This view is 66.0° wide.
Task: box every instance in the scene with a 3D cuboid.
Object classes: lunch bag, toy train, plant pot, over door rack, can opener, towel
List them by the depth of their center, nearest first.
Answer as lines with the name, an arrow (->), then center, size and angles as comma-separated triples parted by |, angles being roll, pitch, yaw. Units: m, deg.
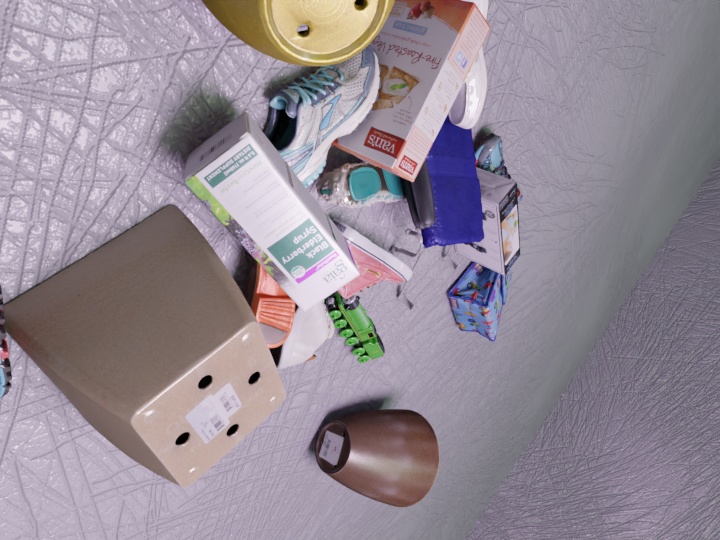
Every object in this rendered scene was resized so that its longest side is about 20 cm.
plant pot -> -0.044, -0.250, 0.449 | 0.199, 0.142, 0.200 | -14, 143, -11
plant pot -> -0.191, 0.090, 0.566 | 0.200, 0.177, 0.200 | -40, 142, -27
can opener -> 0.067, -0.155, 0.755 | 0.078, 0.063, 0.201 | -15, 98, -2
towel -> 0.126, -0.137, 0.840 | 0.147, 0.049, 0.201 | -7, 90, -45
toy train -> -0.005, 0.095, 0.912 | 0.056, 0.042, 0.200 | -20, 142, 5
over door rack -> 0.122, -0.041, 0.974 | 0.148, 0.067, 0.200 | -39, 153, -26
plant pot -> 0.016, 0.345, 1.051 | 0.200, 0.187, 0.188 | 24, 96, -41
lunch bag -> 0.286, 0.027, 1.228 | 0.200, 0.094, 0.151 | -58, 147, -23

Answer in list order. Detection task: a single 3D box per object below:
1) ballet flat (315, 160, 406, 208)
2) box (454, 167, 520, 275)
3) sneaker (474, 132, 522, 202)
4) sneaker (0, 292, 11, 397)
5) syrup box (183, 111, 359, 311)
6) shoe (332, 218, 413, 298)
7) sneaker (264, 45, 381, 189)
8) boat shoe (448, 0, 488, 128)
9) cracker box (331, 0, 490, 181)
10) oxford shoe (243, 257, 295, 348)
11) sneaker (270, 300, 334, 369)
ballet flat -> 0.008, -0.122, 0.756 | 0.200, 0.072, 0.072 | -18, 130, -56
box -> 0.226, -0.091, 1.017 | 0.060, 0.116, 0.200 | -48, 143, -20
sneaker -> 0.260, -0.163, 1.020 | 0.079, 0.095, 0.200 | -44, 144, -21
sneaker -> -0.328, 0.029, 0.418 | 0.095, 0.079, 0.201 | -14, 124, -40
syrup box -> -0.089, -0.058, 0.592 | 0.079, 0.082, 0.200 | -34, 122, 7
shoe -> 0.000, 0.000, 0.841 | 0.200, 0.071, 0.091 | 30, 92, -51
sneaker -> -0.051, -0.183, 0.625 | 0.201, 0.077, 0.086 | -58, 143, -2
boat shoe -> 0.132, -0.300, 0.776 | 0.069, 0.071, 0.201 | -15, 113, -29
cracker box -> 0.047, -0.225, 0.664 | 0.058, 0.134, 0.201 | 16, 102, -55
oxford shoe -> -0.115, -0.009, 0.694 | 0.071, 0.073, 0.201 | 16, 85, -39
sneaker -> -0.071, 0.050, 0.772 | 0.084, 0.073, 0.201 | -3, 130, -31
